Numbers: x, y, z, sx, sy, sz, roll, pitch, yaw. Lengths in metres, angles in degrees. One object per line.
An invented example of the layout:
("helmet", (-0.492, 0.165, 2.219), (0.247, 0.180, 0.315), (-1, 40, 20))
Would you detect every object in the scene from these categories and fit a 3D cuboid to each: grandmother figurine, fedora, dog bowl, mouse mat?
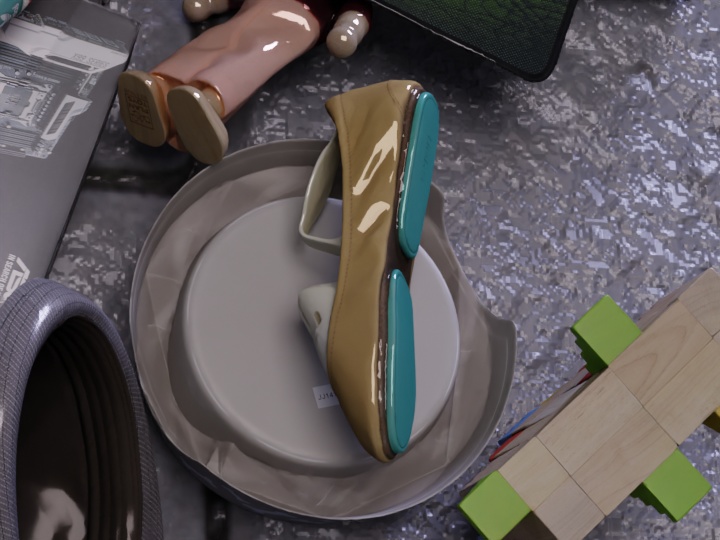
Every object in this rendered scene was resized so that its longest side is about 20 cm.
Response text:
("grandmother figurine", (-0.043, -0.131, 1.120), (0.121, 0.061, 0.200), (26, 49, 29))
("fedora", (-0.162, 0.105, 0.963), (0.090, 0.201, 0.177), (-4, 22, 17))
("dog bowl", (-0.023, 0.036, 1.068), (0.199, 0.059, 0.201), (5, 68, -13))
("mouse mat", (0.036, -0.204, 1.127), (0.199, 0.008, 0.162), (25, 65, -11))

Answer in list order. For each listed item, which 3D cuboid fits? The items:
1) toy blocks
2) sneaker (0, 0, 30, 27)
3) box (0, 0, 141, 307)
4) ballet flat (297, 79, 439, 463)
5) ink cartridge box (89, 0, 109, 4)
("toy blocks", (0.118, 0.080, 1.053), (0.200, 0.137, 0.100), (-41, 88, -19))
("sneaker", (-0.243, -0.184, 1.033), (0.199, 0.070, 0.094), (28, 55, -6))
("box", (-0.216, -0.062, 1.057), (0.157, 0.050, 0.201), (21, 64, -6))
("ballet flat", (0.000, 0.000, 1.032), (0.063, 0.069, 0.201), (-1, 63, 14))
("ink cartridge box", (-0.190, -0.255, 1.124), (0.199, 0.084, 0.145), (27, 65, -4))
